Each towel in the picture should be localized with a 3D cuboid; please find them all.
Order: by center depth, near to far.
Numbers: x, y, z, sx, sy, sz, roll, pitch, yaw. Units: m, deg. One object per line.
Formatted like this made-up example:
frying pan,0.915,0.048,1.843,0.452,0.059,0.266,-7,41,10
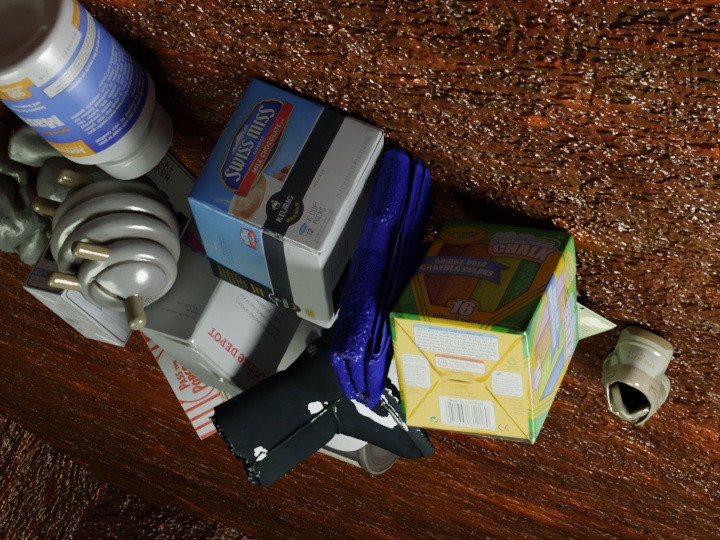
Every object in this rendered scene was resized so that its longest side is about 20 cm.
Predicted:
towel,0.025,0.010,1.396,0.049,0.201,0.148,11,161,12

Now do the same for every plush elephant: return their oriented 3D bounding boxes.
plush elephant,-0.353,-0.090,1.756,0.154,0.166,0.200,-13,-167,5

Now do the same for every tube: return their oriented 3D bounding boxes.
tube,0.178,0.057,1.576,0.058,0.052,0.200,-12,171,-22

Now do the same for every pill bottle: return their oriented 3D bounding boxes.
pill bottle,-0.256,-0.166,1.427,0.112,0.112,0.200,13,159,35

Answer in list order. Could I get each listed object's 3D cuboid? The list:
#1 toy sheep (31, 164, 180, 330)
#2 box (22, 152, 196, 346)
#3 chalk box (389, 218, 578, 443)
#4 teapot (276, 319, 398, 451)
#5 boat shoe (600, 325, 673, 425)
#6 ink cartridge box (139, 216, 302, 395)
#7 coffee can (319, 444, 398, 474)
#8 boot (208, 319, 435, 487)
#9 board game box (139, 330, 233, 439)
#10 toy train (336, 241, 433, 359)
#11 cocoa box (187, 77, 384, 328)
toy sheep,-0.238,-0.027,1.520,0.137,0.201,0.138,-11,150,-6
box,-0.255,-0.036,1.651,0.060,0.201,0.117,10,155,37
chalk box,0.120,0.037,1.392,0.124,0.200,0.124,6,126,20
teapot,-0.030,0.090,1.727,0.146,0.198,0.200,29,131,-10
boat shoe,0.272,0.120,1.582,0.072,0.065,0.200,22,162,12
ink cartridge box,-0.122,0.013,1.601,0.084,0.201,0.145,13,158,35
coffee can,-0.043,0.156,1.987,0.199,0.147,0.146,17,161,25
boot,-0.038,0.161,1.590,0.200,0.168,0.076,50,-174,-35
board game box,-0.190,0.094,1.802,0.152,0.046,0.200,62,-176,-7
toy train,0.060,0.068,1.559,0.115,0.085,0.200,-16,132,20
cocoa box,-0.062,-0.057,1.431,0.131,0.134,0.200,24,162,10
